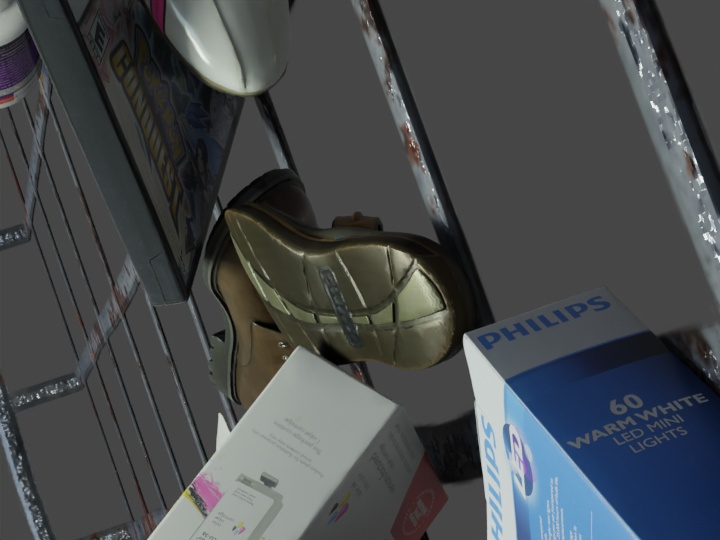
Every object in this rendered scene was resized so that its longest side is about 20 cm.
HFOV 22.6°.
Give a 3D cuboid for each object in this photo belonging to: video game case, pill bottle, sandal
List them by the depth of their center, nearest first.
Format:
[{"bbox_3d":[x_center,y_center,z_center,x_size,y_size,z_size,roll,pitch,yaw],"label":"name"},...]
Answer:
[{"bbox_3d":[0.000,0.000,0.842,0.200,0.054,0.082,2,117,60],"label":"sandal"},{"bbox_3d":[-0.112,-0.115,0.934,0.181,0.025,0.201,-80,-22,-48],"label":"video game case"},{"bbox_3d":[-0.380,-0.255,1.815,0.200,0.111,0.112,108,141,-67],"label":"pill bottle"}]

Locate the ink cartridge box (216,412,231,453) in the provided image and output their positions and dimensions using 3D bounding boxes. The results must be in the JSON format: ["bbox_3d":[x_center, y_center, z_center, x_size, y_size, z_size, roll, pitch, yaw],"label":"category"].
[{"bbox_3d":[-0.012,0.172,1.030,0.200,0.067,0.117,60,163,21],"label":"ink cartridge box"}]

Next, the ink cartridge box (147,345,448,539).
[{"bbox_3d":[-0.050,0.150,0.849,0.067,0.200,0.117,30,163,28],"label":"ink cartridge box"}]

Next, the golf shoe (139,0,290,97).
[{"bbox_3d":[-0.078,-0.181,0.852,0.092,0.072,0.201,172,80,-74],"label":"golf shoe"}]

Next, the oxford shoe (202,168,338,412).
[{"bbox_3d":[-0.037,0.022,0.993,0.084,0.073,0.200,42,154,28],"label":"oxford shoe"}]

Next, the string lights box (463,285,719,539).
[{"bbox_3d":[0.101,0.100,0.556,0.200,0.059,0.103,-128,25,-53],"label":"string lights box"}]
